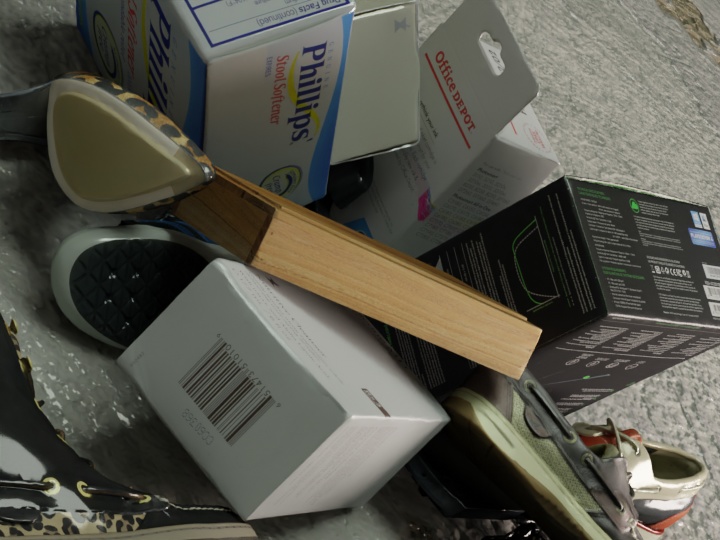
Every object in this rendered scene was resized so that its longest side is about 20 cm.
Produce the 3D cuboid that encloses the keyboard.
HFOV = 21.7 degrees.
[{"bbox_3d":[0.079,0.144,1.175,0.104,0.040,0.199,51,18,26],"label":"keyboard"}]

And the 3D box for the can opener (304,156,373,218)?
[{"bbox_3d":[-0.038,-0.031,1.225,0.063,0.078,0.201,38,36,-29],"label":"can opener"}]

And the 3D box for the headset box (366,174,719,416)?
[{"bbox_3d":[0.116,0.031,1.210,0.173,0.199,0.094,7,61,-48],"label":"headset box"}]

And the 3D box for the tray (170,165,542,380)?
[{"bbox_3d":[0.000,0.000,1.051,0.199,0.037,0.098,25,4,-36],"label":"tray"}]

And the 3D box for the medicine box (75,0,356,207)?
[{"bbox_3d":[-0.096,-0.157,1.160,0.102,0.183,0.201,-19,60,-19],"label":"medicine box"}]

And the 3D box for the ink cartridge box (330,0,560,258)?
[{"bbox_3d":[0.058,-0.081,1.270,0.067,0.200,0.116,19,37,-40],"label":"ink cartridge box"}]

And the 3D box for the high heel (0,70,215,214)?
[{"bbox_3d":[-0.126,-0.079,1.072,0.199,0.072,0.142,15,15,34],"label":"high heel"}]

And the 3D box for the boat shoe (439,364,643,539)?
[{"bbox_3d":[0.133,0.129,1.115,0.200,0.065,0.073,46,-15,-17],"label":"boat shoe"}]

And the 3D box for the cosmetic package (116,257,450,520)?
[{"bbox_3d":[-0.035,0.066,1.011,0.113,0.081,0.200,48,11,13],"label":"cosmetic package"}]

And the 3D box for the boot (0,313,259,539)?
[{"bbox_3d":[-0.149,0.092,0.893,0.199,0.073,0.151,1,50,-46],"label":"boot"}]

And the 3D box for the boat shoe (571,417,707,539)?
[{"bbox_3d":[0.165,0.129,1.241,0.199,0.063,0.071,28,22,-49],"label":"boat shoe"}]

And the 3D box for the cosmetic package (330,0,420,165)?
[{"bbox_3d":[-0.038,-0.159,1.264,0.070,0.106,0.200,-16,31,-24],"label":"cosmetic package"}]

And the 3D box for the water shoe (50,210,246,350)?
[{"bbox_3d":[-0.111,0.003,1.090,0.199,0.072,0.079,8,17,-48],"label":"water shoe"}]
